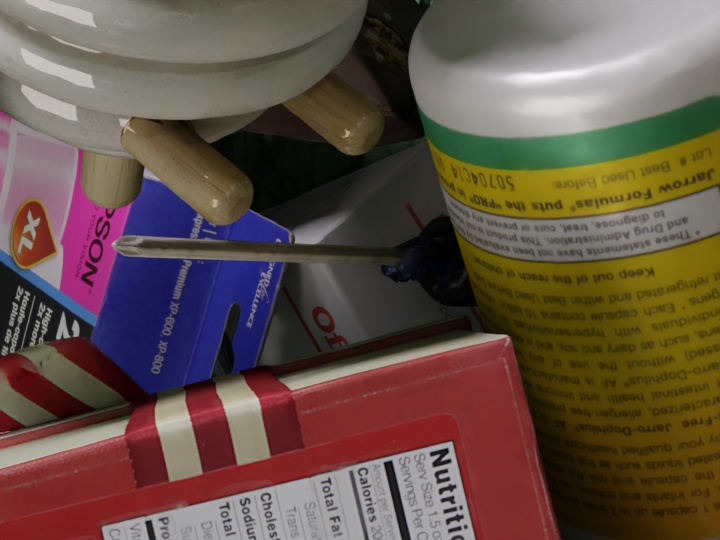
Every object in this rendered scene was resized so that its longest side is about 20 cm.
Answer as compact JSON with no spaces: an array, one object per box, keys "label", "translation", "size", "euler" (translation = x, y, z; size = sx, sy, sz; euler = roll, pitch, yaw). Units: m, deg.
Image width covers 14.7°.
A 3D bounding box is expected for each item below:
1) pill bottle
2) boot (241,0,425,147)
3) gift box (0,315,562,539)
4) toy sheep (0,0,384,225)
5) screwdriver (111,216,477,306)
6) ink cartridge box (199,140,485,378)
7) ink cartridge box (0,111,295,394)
[{"label":"pill bottle","translation":[0.090,0.012,0.753],"size":[0.112,0.113,0.201],"euler":[5,124,40]},{"label":"boot","translation":[-0.084,-0.095,0.816],"size":[0.199,0.065,0.186],"euler":[13,165,32]},{"label":"gift box","translation":[-0.040,0.106,0.734],"size":[0.187,0.199,0.186],"euler":[164,96,-88]},{"label":"toy sheep","translation":[-0.051,-0.090,0.708],"size":[0.138,0.138,0.201],"euler":[33,131,19]},{"label":"screwdriver","translation":[0.000,0.000,0.746],"size":[0.028,0.200,0.029],"euler":[-10,88,35]},{"label":"ink cartridge box","translation":[-0.002,0.036,0.894],"size":[0.200,0.068,0.116],"euler":[-22,105,49]},{"label":"ink cartridge box","translation":[-0.096,0.001,0.900],"size":[0.200,0.037,0.095],"euler":[28,105,50]}]
